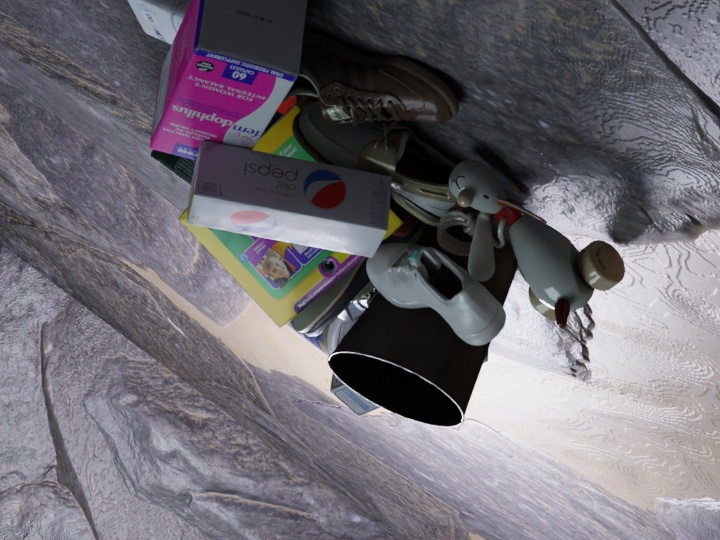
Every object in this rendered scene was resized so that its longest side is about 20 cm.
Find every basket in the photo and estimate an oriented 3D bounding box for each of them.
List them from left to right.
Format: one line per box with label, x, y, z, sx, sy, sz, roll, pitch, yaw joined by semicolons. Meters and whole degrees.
basket;0.084;0.050;1.613;0.179;0.201;0.136;11;151;41

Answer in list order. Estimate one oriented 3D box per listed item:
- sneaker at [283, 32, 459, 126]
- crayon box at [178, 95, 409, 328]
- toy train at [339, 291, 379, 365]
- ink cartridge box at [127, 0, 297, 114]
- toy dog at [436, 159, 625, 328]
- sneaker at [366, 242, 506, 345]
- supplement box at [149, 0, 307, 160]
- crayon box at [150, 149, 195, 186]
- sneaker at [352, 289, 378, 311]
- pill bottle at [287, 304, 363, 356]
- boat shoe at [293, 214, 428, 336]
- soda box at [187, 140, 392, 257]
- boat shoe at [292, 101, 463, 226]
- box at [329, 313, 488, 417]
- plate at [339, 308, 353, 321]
sneaker;0.003;-0.166;1.405;0.199;0.076;0.071;23;160;35
crayon box;-0.073;-0.064;1.607;0.173;0.200;0.058;47;-156;-6
toy train;0.035;0.037;1.705;0.041;0.200;0.057;28;150;20
ink cartridge box;-0.157;-0.231;1.579;0.159;0.047;0.201;26;159;24
toy dog;0.161;-0.014;1.439;0.198;0.097;0.133;25;131;3
sneaker;0.067;0.002;1.509;0.199;0.075;0.089;29;164;47
supplement box;-0.131;-0.194;1.414;0.100;0.104;0.200;13;154;-16
crayon box;-0.195;-0.130;1.857;0.125;0.052;0.200;36;-178;-4
sneaker;0.020;0.004;1.839;0.082;0.072;0.200;-4;163;14
pill bottle;-0.048;0.046;2.006;0.200;0.111;0.111;33;168;47
boat shoe;0.000;0.000;1.675;0.062;0.201;0.071;33;-172;-36
soda box;-0.072;-0.070;1.464;0.198;0.064;0.068;11;154;-9
boat shoe;0.027;-0.123;1.499;0.199;0.075;0.068;27;145;-13
box;0.062;0.087;1.768;0.199;0.117;0.060;-27;126;29
plate;-0.082;-0.051;1.784;0.201;0.032;0.200;65;-176;36
